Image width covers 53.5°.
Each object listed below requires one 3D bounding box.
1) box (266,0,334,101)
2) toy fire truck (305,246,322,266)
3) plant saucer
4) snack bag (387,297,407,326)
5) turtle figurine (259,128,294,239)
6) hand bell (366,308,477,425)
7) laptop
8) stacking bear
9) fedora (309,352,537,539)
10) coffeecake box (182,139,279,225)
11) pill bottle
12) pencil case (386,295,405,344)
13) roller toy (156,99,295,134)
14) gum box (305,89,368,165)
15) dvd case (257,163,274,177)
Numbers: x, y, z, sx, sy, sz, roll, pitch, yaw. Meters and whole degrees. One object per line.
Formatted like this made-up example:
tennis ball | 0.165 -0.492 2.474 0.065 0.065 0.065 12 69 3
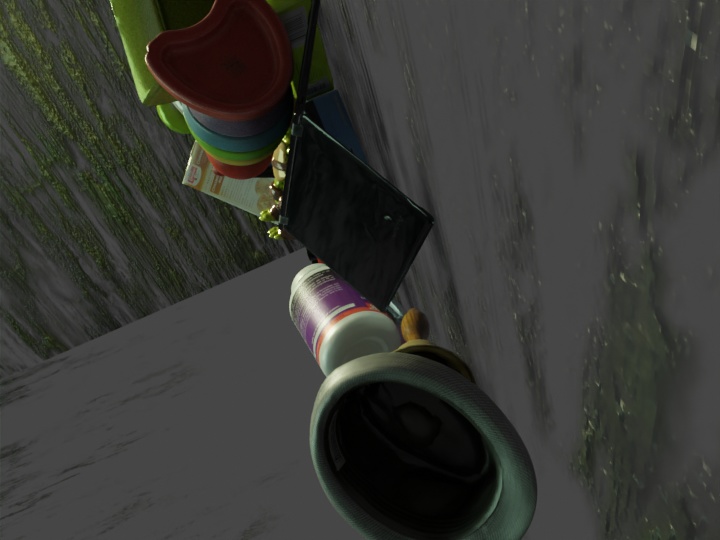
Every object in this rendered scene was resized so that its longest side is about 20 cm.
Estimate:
box | -0.091 -0.287 0.746 0.122 0.048 0.200 72 173 -58
toy fire truck | -0.007 0.036 1.241 0.176 0.128 0.201 75 -179 -71
plant saucer | -0.181 -0.310 0.827 0.048 0.199 0.201 7 114 56
snack bag | 0.000 0.000 0.959 0.189 0.021 0.200 49 179 5
turtle figurine | -0.093 -0.129 0.860 0.200 0.064 0.162 42 136 43
hand bell | 0.062 0.083 0.754 0.200 0.104 0.104 -81 -30 -70
laptop | -0.009 -0.095 0.639 0.187 0.115 0.201 113 164 -63
stacking bear | -0.122 -0.155 0.707 0.114 0.121 0.200 48 164 7
fedora | 0.055 0.151 0.617 0.200 0.177 0.090 34 -158 8
coffeecake box | -0.143 -0.138 1.083 0.154 0.199 0.073 -67 0 -71
pill bottle | -0.030 0.067 0.989 0.200 0.112 0.113 50 165 54
pencil case | 0.052 0.129 1.054 0.088 0.087 0.200 72 174 -61
roller toy | -0.172 -0.277 0.974 0.140 0.199 0.183 -120 32 -76
gum box | -0.020 -0.112 0.842 0.200 0.044 0.170 -141 28 -82
dvd case | -0.107 -0.175 1.027 0.200 0.142 0.018 -118 30 -58
